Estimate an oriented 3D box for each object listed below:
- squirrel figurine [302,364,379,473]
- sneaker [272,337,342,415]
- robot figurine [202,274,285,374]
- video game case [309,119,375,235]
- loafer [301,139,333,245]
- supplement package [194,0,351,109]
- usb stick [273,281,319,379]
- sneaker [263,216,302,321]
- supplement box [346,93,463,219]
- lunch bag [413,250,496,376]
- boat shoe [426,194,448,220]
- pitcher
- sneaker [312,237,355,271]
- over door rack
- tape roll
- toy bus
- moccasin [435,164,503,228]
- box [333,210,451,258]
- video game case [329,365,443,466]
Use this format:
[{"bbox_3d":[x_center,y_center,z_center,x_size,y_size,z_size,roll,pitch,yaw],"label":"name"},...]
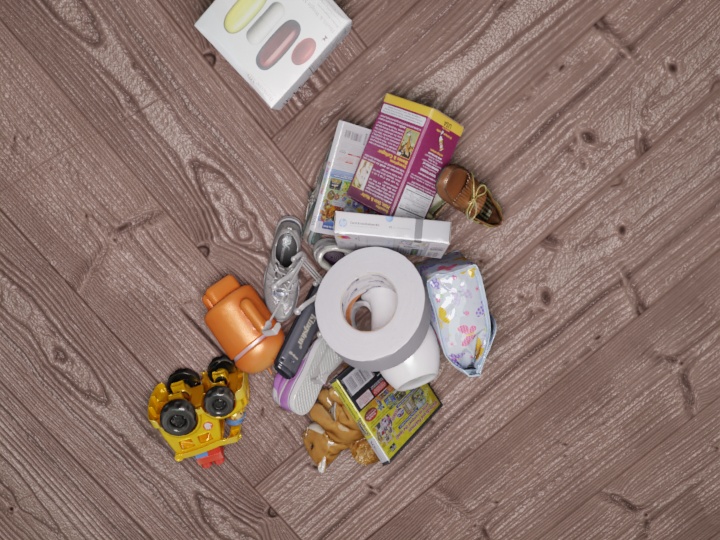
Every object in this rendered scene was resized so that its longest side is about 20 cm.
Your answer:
[{"bbox_3d":[-0.019,0.323,1.394,0.197,0.142,0.189,32,106,-4],"label":"squirrel figurine"},{"bbox_3d":[-0.107,0.181,1.394,0.073,0.113,0.202,49,65,-30],"label":"sneaker"},{"bbox_3d":[-0.221,0.110,1.348,0.143,0.116,0.202,-38,87,22],"label":"robot figurine"},{"bbox_3d":[-0.013,-0.163,1.307,0.141,0.018,0.205,6,105,-44],"label":"video game case"},{"bbox_3d":[-0.068,-0.150,1.336,0.062,0.072,0.204,28,93,13],"label":"loafer"},{"bbox_3d":[-0.147,-0.424,1.229,0.191,0.147,0.200,44,97,-9],"label":"supplement package"},{"bbox_3d":[-0.106,0.109,1.338,0.032,0.203,0.056,-5,138,41],"label":"usb stick"},{"bbox_3d":[-0.153,0.001,1.350,0.072,0.082,0.206,4,102,-1],"label":"sneaker"},{"bbox_3d":[0.079,-0.195,1.267,0.102,0.130,0.204,15,102,-46],"label":"supplement box"},{"bbox_3d":[0.182,0.080,1.326,0.124,0.170,0.206,-13,100,-2],"label":"lunch bag"},{"bbox_3d":[0.110,-0.115,1.332,0.075,0.074,0.200,42,98,-9],"label":"boat shoe"},{"bbox_3d":[0.055,0.122,1.298,0.171,0.119,0.204,-39,61,38],"label":"pitcher"},{"bbox_3d":[0.000,0.000,1.343,0.195,0.100,0.077,17,99,-5],"label":"sneaker"},{"bbox_3d":[-0.103,0.086,1.270,0.066,0.203,0.148,-23,123,34],"label":"over door rack"},{"bbox_3d":[0.022,0.066,1.213,0.195,0.066,0.206,-7,65,14],"label":"tape roll"},{"bbox_3d":[-0.295,0.294,1.394,0.195,0.136,0.196,-19,115,1],"label":"toy bus"},{"bbox_3d":[0.201,-0.129,1.275,0.074,0.077,0.201,-54,139,-2],"label":"moccasin"},{"bbox_3d":[0.054,-0.060,1.231,0.194,0.156,0.042,4,82,2],"label":"box"},{"bbox_3d":[0.054,0.236,1.341,0.025,0.199,0.183,-35,89,44],"label":"video game case"}]
